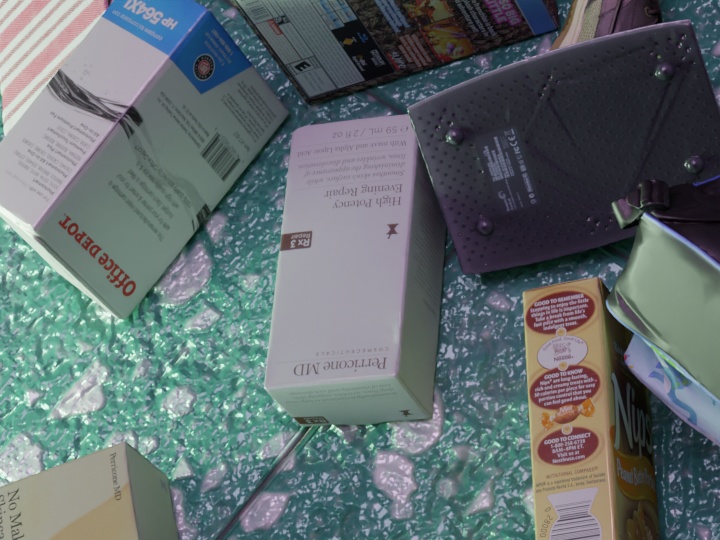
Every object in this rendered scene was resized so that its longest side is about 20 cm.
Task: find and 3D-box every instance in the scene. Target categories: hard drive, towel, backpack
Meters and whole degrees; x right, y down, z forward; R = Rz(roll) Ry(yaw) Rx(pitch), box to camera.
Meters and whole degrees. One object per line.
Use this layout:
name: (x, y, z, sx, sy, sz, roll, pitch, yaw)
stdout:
hard drive: (0.144, -0.084, 1.553, 0.199, 0.042, 0.136, -17, 102, 17)
towel: (-0.229, -0.186, 1.793, 0.146, 0.030, 0.201, -36, 50, 36)
backpack: (0.265, 0.021, 1.411, 0.199, 0.148, 0.183, -23, 49, -39)

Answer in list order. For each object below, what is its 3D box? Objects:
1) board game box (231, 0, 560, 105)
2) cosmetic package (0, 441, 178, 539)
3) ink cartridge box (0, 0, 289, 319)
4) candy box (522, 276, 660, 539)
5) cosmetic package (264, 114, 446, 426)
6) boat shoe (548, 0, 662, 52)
board game box: (0.020, -0.222, 1.650, 0.199, 0.160, 0.097, -16, 59, 15)
cosmetic package: (-0.226, 0.203, 1.590, 0.199, 0.071, 0.106, -22, 57, 12)
ink cartridge box: (-0.164, -0.088, 1.669, 0.084, 0.146, 0.200, 33, 79, 34)
candy box: (0.145, 0.120, 1.443, 0.055, 0.115, 0.201, -10, 61, 18)
cosmetic package: (0.000, 0.000, 1.596, 0.101, 0.074, 0.201, -7, 61, 21)
boat shoe: (0.178, -0.167, 1.610, 0.066, 0.072, 0.202, 21, 81, 22)
